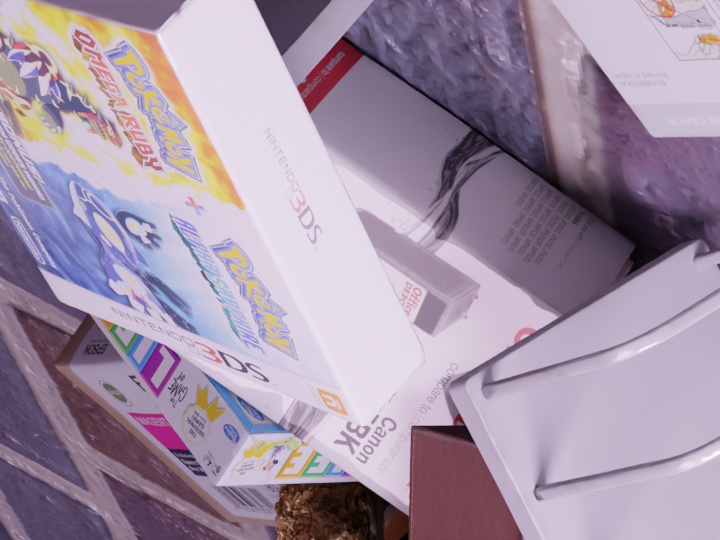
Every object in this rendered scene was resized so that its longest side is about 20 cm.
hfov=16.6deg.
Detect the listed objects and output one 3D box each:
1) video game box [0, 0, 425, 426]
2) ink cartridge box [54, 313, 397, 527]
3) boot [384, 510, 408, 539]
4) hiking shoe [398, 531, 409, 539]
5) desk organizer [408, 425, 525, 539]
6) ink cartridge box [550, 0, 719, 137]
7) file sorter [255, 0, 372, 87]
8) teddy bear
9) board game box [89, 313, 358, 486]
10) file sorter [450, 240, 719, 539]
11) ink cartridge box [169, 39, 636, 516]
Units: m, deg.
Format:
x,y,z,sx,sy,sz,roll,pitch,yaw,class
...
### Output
x,y,z,sx,sy,sz,roll,pitch,yaw,class
-0.083,-0.044,0.913,0.182,0.047,0.200,17,146,40,video game box
-0.072,0.079,1.483,0.165,0.075,0.200,43,159,-20,ink cartridge box
0.017,0.209,1.501,0.200,0.155,0.077,8,146,53,boot
0.068,0.209,1.287,0.101,0.076,0.200,41,-161,-23,hiking shoe
0.069,0.165,1.077,0.077,0.072,0.201,12,104,49,desk organizer
0.127,-0.119,0.820,0.174,0.044,0.200,47,156,-28,ink cartridge box
-0.094,-0.129,1.007,0.125,0.139,0.200,48,156,-21,file sorter
-0.022,0.133,1.298,0.067,0.200,0.145,-8,140,6,teddy bear
-0.067,0.024,1.218,0.134,0.034,0.200,3,-142,-47,board game box
0.161,0.094,0.977,0.124,0.139,0.200,-23,95,59,file sorter
0.000,0.000,1.117,0.200,0.083,0.147,34,125,3,ink cartridge box
